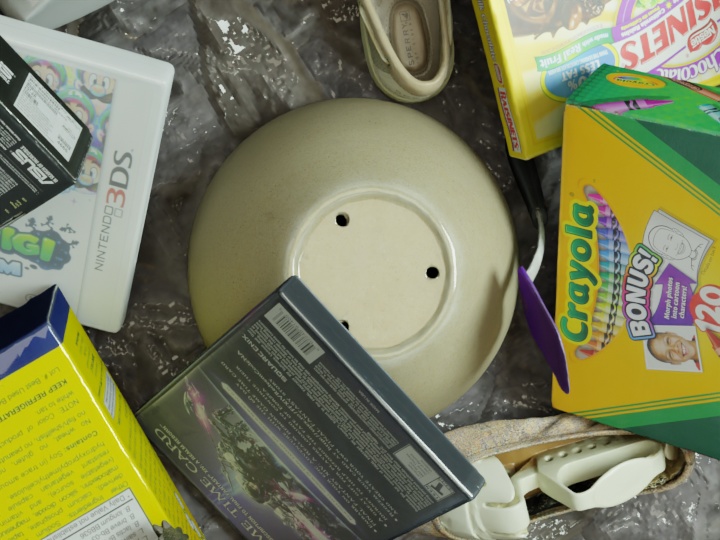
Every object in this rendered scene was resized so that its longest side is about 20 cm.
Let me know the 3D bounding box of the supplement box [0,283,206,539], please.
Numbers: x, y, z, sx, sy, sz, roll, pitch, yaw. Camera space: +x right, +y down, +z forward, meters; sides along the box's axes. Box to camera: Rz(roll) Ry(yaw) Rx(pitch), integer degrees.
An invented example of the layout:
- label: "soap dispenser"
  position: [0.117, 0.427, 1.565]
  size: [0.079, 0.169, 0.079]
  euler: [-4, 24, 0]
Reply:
- label: "supplement box"
  position: [-0.165, 0.128, 0.845]
  size: [0.108, 0.110, 0.201]
  euler: [-29, 102, -3]

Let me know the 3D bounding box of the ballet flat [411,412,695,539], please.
- label: "ballet flat"
  position: [0.102, 0.120, 0.895]
  size: [0.198, 0.067, 0.069]
  euler: [-17, 117, -3]

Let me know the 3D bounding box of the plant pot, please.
- label: "plant pot"
  position: [0.000, 0.000, 0.857]
  size: [0.198, 0.134, 0.203]
  euler: [0, 92, -4]

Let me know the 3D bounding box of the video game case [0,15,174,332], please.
- label: "video game case"
  position: [-0.213, -0.060, 0.840]
  size: [0.198, 0.024, 0.183]
  euler: [15, 129, -4]

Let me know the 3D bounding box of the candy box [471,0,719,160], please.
- label: "candy box"
  position: [0.162, -0.143, 0.866]
  size: [0.198, 0.026, 0.103]
  euler: [-22, 110, -17]

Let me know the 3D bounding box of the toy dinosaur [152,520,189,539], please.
- label: "toy dinosaur"
  position: [-0.100, 0.198, 0.785]
  size: [0.199, 0.077, 0.102]
  euler: [31, 112, -24]

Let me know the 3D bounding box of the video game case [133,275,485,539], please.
- label: "video game case"
  position: [-0.036, 0.096, 0.838]
  size: [0.143, 0.200, 0.019]
  euler: [47, 53, -4]

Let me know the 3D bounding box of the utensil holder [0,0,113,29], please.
- label: "utensil holder"
  position: [-0.169, -0.251, 0.821]
  size: [0.169, 0.170, 0.201]
  euler: [-30, 95, -3]

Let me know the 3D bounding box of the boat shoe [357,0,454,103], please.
- label: "boat shoe"
  position: [0.016, -0.198, 0.887]
  size: [0.071, 0.065, 0.202]
  euler: [-12, 92, -4]

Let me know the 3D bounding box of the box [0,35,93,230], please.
- label: "box"
  position: [-0.260, -0.089, 0.779]
  size: [0.159, 0.044, 0.200]
  euler: [-28, 120, 26]

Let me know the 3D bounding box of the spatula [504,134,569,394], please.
- label: "spatula"
  position: [0.096, -0.016, 0.856]
  size: [0.020, 0.201, 0.057]
  euler: [-8, 134, 8]

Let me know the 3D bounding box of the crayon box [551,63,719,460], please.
- label: "crayon box"
  position: [0.171, -0.002, 0.840]
  size: [0.118, 0.058, 0.202]
  euler: [16, 126, 27]
